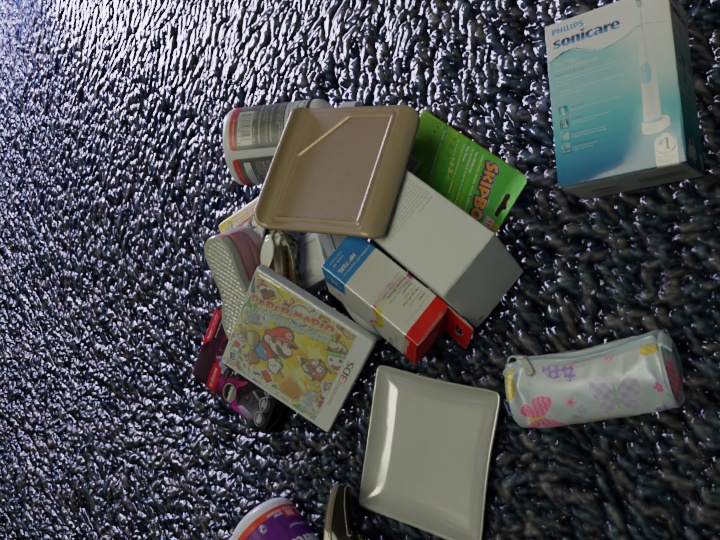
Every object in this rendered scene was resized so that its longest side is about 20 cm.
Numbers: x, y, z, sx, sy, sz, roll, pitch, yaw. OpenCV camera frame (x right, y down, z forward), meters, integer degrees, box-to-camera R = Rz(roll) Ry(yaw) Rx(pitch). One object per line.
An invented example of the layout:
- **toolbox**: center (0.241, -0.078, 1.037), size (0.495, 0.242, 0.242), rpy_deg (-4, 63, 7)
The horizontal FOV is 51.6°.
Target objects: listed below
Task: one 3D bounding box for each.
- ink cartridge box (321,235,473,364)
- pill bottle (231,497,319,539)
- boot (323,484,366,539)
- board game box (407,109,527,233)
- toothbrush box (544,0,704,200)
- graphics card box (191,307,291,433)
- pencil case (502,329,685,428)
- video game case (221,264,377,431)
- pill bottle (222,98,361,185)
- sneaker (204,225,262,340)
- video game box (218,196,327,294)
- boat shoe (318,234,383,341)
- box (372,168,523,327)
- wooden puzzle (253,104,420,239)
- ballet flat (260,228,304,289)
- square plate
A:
- **ink cartridge box**: center (0.047, 0.049, 0.967), size (0.199, 0.116, 0.067), rpy_deg (39, 78, 14)
- **pill bottle**: center (-0.094, 0.436, 1.071), size (0.200, 0.112, 0.113), rpy_deg (44, 110, 32)
- **boot**: center (0.028, 0.383, 0.987), size (0.148, 0.073, 0.203), rpy_deg (-8, 60, 10)
- **board game box**: center (0.135, -0.132, 1.017), size (0.200, 0.030, 0.096), rpy_deg (42, 111, 36)
- **toothbrush box**: center (0.302, -0.198, 0.859), size (0.145, 0.085, 0.203), rpy_deg (-10, 79, 37)
- **graphics card box**: center (-0.184, 0.159, 1.211), size (0.199, 0.051, 0.127), rpy_deg (30, 102, 34)
- **pencil case**: center (0.264, 0.125, 0.851), size (0.198, 0.083, 0.092), rpy_deg (-15, 98, 34)
- **video game case**: center (-0.094, 0.116, 1.081), size (0.198, 0.023, 0.184), rpy_deg (32, 120, 10)
- **pill bottle**: center (-0.095, -0.193, 1.111), size (0.197, 0.116, 0.118), rpy_deg (-3, 82, 12)
- **sneaker**: center (-0.171, 0.026, 1.156), size (0.074, 0.105, 0.203), rpy_deg (-5, 109, 27)
- **video game box**: center (-0.133, -0.034, 1.198), size (0.199, 0.047, 0.185), rpy_deg (-28, 71, 31)
- **boat shoe**: center (0.000, 0.000, 1.073), size (0.066, 0.073, 0.202), rpy_deg (-34, 70, 21)
- **box**: center (0.092, -0.038, 0.958), size (0.098, 0.124, 0.200), rpy_deg (-49, 54, 2)
- **wooden puzzle**: center (-0.031, -0.131, 0.981), size (0.198, 0.037, 0.187), rpy_deg (8, 71, 31)
- **ballet flat**: center (-0.119, 0.023, 1.113), size (0.071, 0.072, 0.204), rpy_deg (-13, 80, 35)
- **square plate**: center (0.093, 0.245, 1.003), size (0.196, 0.028, 0.203), rpy_deg (8, 89, 38)
